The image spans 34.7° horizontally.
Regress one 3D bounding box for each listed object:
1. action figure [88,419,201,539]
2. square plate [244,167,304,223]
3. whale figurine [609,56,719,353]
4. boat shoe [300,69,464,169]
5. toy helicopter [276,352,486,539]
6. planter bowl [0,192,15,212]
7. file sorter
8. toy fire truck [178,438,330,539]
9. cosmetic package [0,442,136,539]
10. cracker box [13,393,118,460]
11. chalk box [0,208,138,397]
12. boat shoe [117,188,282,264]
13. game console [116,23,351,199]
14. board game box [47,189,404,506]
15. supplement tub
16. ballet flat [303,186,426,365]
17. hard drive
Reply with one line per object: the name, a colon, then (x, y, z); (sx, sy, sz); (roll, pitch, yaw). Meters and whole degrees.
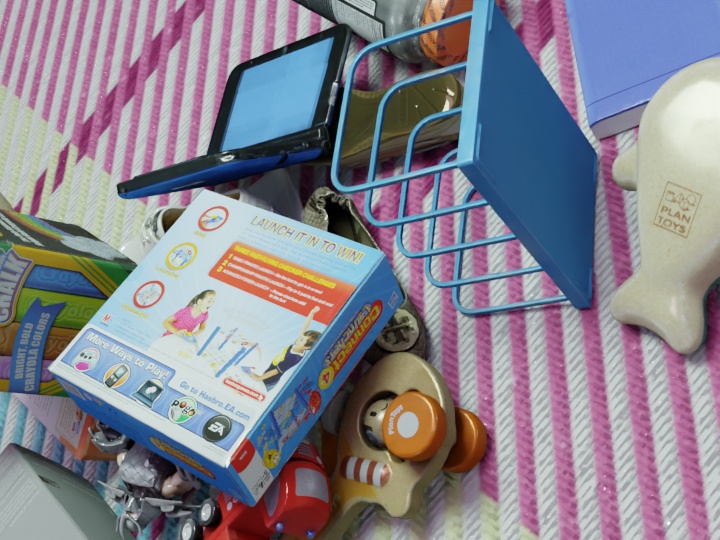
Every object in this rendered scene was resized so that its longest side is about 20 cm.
action figure: (-0.164, 0.122, 0.952); (0.128, 0.069, 0.203); (7, 72, 31)
square plate: (-0.113, 0.027, 1.039); (0.197, 0.028, 0.202); (-35, 48, 11)
whale figurine: (0.249, -0.045, 0.811); (0.158, 0.103, 0.203); (27, 102, 41)
boat shoe: (0.017, -0.128, 1.040); (0.198, 0.063, 0.075); (-12, 66, 35)
toy helicopter: (-0.009, 0.148, 0.863); (0.132, 0.078, 0.201); (41, 101, 37)
planter bowl: (-0.406, 0.010, 1.157); (0.134, 0.200, 0.201); (36, 84, 15)
file sorter: (0.082, -0.071, 0.855); (0.121, 0.200, 0.141); (-11, 56, 30)
toy fire truck: (-0.085, 0.233, 0.836); (0.200, 0.048, 0.142); (-48, 43, 23)
cosmetic package: (-0.232, 0.238, 0.932); (0.199, 0.107, 0.091); (31, 81, 40)
cracker box: (-0.264, 0.068, 1.065); (0.199, 0.057, 0.136); (30, 104, 41)
chalk box: (-0.304, 0.020, 0.932); (0.124, 0.198, 0.126); (27, 101, 45)
boat shoe: (-0.164, -0.031, 1.040); (0.197, 0.070, 0.072); (-11, 54, 34)
game console: (-0.119, -0.145, 1.058); (0.198, 0.169, 0.121); (-9, 93, 49)
board game box: (-0.101, 0.048, 0.869); (0.198, 0.056, 0.197); (20, 60, 36)
supplement tub: (0.024, -0.271, 1.058); (0.199, 0.123, 0.123); (33, 82, 27)
ballet flat: (0.000, 0.000, 0.951); (0.066, 0.047, 0.202); (-11, 48, -17)
hard drive: (0.238, -0.215, 0.958); (0.130, 0.025, 0.203); (-20, 53, 23)
